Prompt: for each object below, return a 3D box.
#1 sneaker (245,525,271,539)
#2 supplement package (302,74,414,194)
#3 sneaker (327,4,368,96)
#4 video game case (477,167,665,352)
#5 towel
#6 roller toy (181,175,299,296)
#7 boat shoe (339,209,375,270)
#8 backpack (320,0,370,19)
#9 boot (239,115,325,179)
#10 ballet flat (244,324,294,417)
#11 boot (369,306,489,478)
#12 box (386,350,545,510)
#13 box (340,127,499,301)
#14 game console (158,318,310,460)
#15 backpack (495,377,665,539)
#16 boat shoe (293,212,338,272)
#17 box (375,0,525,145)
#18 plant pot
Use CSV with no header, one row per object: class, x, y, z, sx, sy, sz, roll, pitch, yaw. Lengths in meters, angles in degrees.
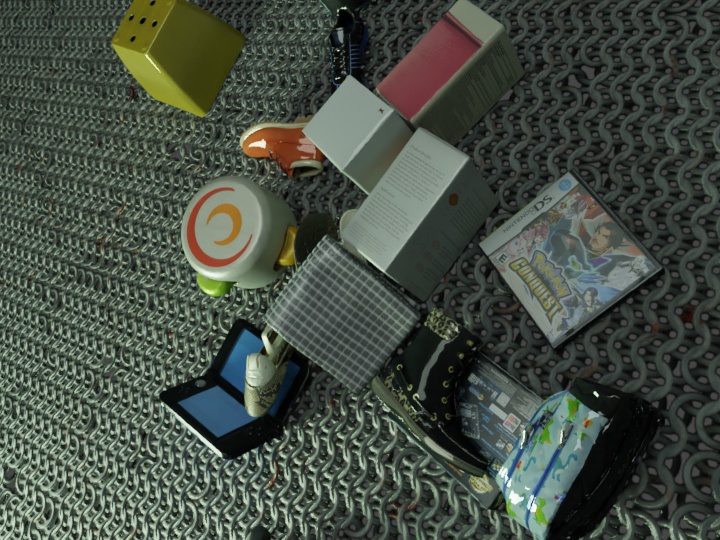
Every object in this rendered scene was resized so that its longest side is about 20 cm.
sneaker,-0.120,0.478,0.984,0.083,0.074,0.203,-18,73,17
supplement package,0.024,-0.188,1.060,0.117,0.200,0.117,-47,57,6
sneaker,-0.032,-0.392,1.241,0.069,0.078,0.203,-5,70,28
video game case,0.290,-0.019,0.951,0.180,0.025,0.201,-39,58,12
towel,-0.023,0.068,1.006,0.199,0.086,0.166,37,92,-6
roller toy,-0.207,-0.065,1.185,0.198,0.139,0.184,-29,71,15
boat shoe,0.000,0.000,1.101,0.066,0.057,0.203,-8,74,29
backpack,-0.031,-0.619,1.284,0.182,0.147,0.202,-31,57,14
boot,-0.147,-0.221,1.251,0.197,0.075,0.109,-2,76,28
ballet flat,-0.143,0.131,1.075,0.067,0.076,0.202,5,52,28
boot,0.121,0.158,0.899,0.203,0.073,0.155,38,91,35
box,0.154,0.202,0.935,0.199,0.046,0.160,36,92,34
box,0.093,-0.080,1.010,0.106,0.152,0.201,38,92,34
game console,-0.211,0.188,1.109,0.199,0.170,0.120,27,118,34
backpack,0.258,0.233,0.811,0.152,0.162,0.203,16,87,41
boat shoe,-0.076,0.002,1.118,0.074,0.074,0.203,3,63,-1
box,0.145,-0.306,1.078,0.200,0.128,0.109,-45,56,7
plant pot,-0.402,-0.480,1.427,0.198,0.176,0.202,25,85,34
